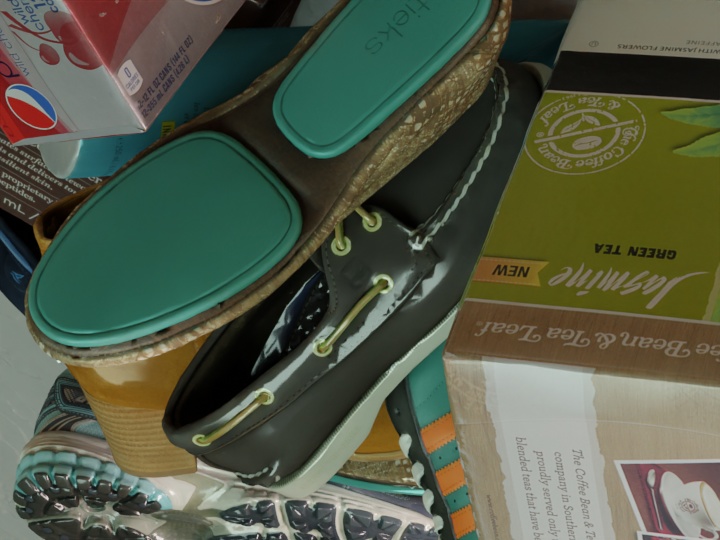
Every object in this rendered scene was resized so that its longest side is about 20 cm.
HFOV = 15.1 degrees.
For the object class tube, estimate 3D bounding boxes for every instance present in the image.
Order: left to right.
[{"bbox_3d":[-0.018,-0.065,1.000,0.200,0.050,0.077,-5,156,-24],"label":"tube"}]

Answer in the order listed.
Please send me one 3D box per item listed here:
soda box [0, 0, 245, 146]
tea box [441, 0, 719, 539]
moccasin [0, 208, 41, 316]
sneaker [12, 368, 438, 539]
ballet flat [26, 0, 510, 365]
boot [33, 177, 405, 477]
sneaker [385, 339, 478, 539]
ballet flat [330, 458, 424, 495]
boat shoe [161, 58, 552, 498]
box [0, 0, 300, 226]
[{"bbox_3d":[-0.061,-0.131,0.906,0.063,0.200,0.070,-4,129,39],"label":"soda box"},{"bbox_3d":[0.128,0.036,0.950,0.134,0.197,0.200,5,135,19],"label":"tea box"},{"bbox_3d":[-0.092,0.024,1.180,0.200,0.080,0.068,25,157,19],"label":"moccasin"},{"bbox_3d":[-0.054,0.086,1.247,0.200,0.086,0.078,13,145,-8],"label":"sneaker"},{"bbox_3d":[-0.025,-0.032,0.935,0.071,0.200,0.065,51,178,19],"label":"ballet flat"},{"bbox_3d":[-0.021,0.008,1.079,0.201,0.071,0.144,-12,134,-4],"label":"boot"},{"bbox_3d":[0.047,0.067,1.058,0.080,0.071,0.200,5,94,14],"label":"sneaker"},{"bbox_3d":[0.064,0.068,1.165,0.200,0.071,0.065,7,109,26],"label":"ballet flat"},{"bbox_3d":[0.000,0.000,1.003,0.061,0.072,0.201,21,117,-30],"label":"boat shoe"},{"bbox_3d":[-0.089,-0.088,1.081,0.100,0.075,0.200,30,141,3],"label":"box"}]
